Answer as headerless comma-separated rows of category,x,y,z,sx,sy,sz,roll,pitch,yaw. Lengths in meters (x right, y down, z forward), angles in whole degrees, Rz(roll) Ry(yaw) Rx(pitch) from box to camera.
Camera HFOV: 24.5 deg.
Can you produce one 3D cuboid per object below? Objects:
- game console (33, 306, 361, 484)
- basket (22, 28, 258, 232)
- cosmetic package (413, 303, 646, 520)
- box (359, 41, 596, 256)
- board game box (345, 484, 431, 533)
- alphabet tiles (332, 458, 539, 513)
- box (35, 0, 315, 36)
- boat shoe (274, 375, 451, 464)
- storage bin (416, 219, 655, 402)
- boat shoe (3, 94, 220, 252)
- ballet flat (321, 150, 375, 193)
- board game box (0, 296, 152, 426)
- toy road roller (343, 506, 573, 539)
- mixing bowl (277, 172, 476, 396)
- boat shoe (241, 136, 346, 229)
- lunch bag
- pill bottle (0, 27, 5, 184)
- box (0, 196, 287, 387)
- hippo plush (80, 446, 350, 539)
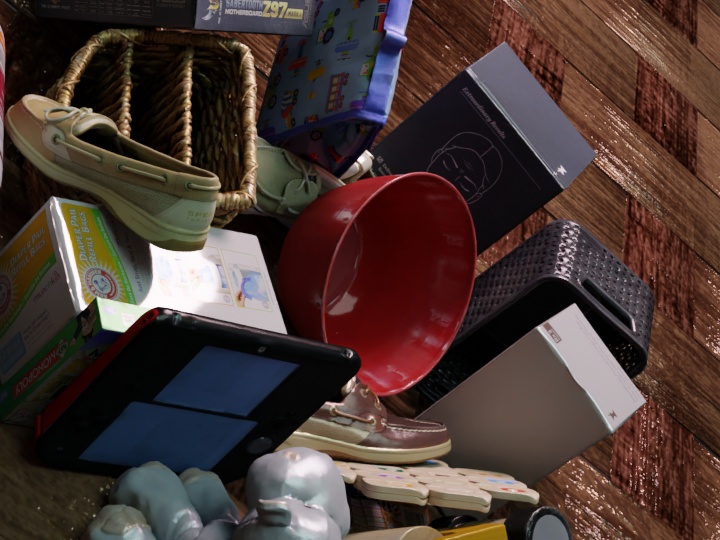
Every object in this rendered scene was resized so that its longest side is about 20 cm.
game console,-0.121,0.098,1.209,0.200,0.177,0.031,14,47,-42
basket,-0.181,-0.113,1.359,0.142,0.149,0.201,28,41,-31
cosmetic package,0.137,0.132,1.460,0.113,0.200,0.081,56,34,6
box,0.102,-0.100,1.634,0.149,0.200,0.107,51,34,-1
board game box,0.005,0.270,1.315,0.151,0.046,0.201,22,44,-37
alphabet tiles,0.037,0.168,1.334,0.195,0.200,0.015,7,90,-9
box,-0.164,-0.239,1.468,0.157,0.199,0.051,-8,104,-51
boat shoe,-0.011,0.117,1.369,0.199,0.072,0.072,8,90,-24
storage bin,0.163,0.064,1.552,0.135,0.200,0.094,41,35,-15
boat shoe,-0.184,-0.086,1.232,0.200,0.063,0.073,36,25,30
ballet flat,0.002,-0.080,1.589,0.200,0.062,0.067,57,46,-10
board game box,-0.149,0.082,1.229,0.200,0.134,0.029,14,48,-42
toy road roller,0.073,0.261,1.253,0.199,0.123,0.147,-1,80,-43
mixing bowl,0.000,0.000,1.465,0.108,0.201,0.200,19,11,40
boat shoe,-0.066,-0.081,1.486,0.200,0.062,0.072,21,64,-63
lunch bag,-0.010,-0.182,1.468,0.094,0.200,0.151,19,74,-18
pill bottle,-0.320,-0.104,1.219,0.113,0.113,0.201,24,42,-35
box,-0.173,0.029,1.268,0.200,0.112,0.102,11,50,-43
hippo plush,-0.094,0.193,1.167,0.159,0.161,0.200,39,36,-19
